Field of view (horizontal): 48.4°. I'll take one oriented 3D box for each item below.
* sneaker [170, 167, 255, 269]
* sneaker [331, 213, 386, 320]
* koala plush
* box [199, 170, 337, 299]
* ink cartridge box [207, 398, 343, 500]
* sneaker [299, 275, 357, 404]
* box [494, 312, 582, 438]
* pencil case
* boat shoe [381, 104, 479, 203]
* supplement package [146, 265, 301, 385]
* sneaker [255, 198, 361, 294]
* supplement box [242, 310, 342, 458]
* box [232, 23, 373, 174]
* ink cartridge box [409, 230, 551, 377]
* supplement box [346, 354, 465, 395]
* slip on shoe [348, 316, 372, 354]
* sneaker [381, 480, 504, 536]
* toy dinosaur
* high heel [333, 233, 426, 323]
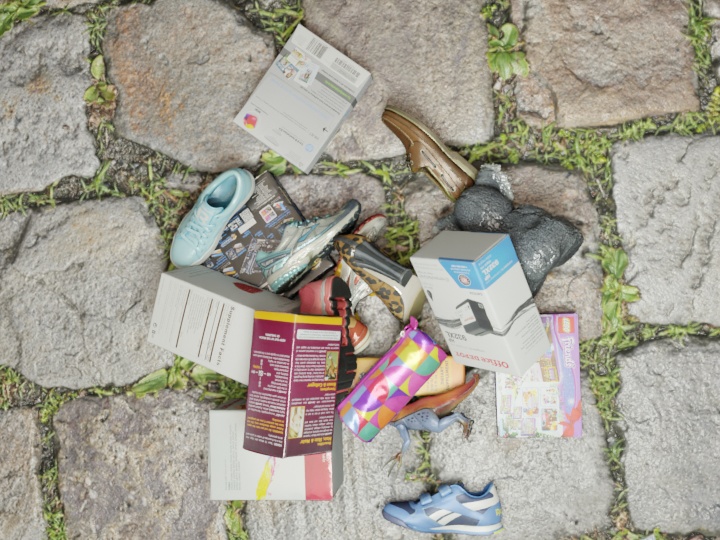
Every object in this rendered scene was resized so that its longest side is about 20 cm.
[{"bbox_3d":[-0.254,-0.090,1.312,0.074,0.082,0.201,35,92,9],"label":"sneaker"},{"bbox_3d":[0.000,0.000,1.337,0.082,0.078,0.201,23,99,0],"label":"sneaker"},{"bbox_3d":[0.227,-0.063,1.266,0.200,0.184,0.177,43,93,16],"label":"koala plush"},{"bbox_3d":[-0.175,-0.031,1.364,0.200,0.050,0.199,-37,86,4],"label":"box"},{"bbox_3d":[-0.134,0.287,1.302,0.198,0.145,0.146,-2,88,6],"label":"ink cartridge box"},{"bbox_3d":[-0.059,0.111,1.255,0.086,0.074,0.202,-5,82,33],"label":"sneaker"},{"bbox_3d":[0.288,0.171,1.310,0.136,0.039,0.202,-1,88,7],"label":"box"},{"bbox_3d":[0.046,0.171,1.252,0.088,0.088,0.200,39,92,6],"label":"pencil case"},{"bbox_3d":[0.104,-0.192,1.324,0.200,0.072,0.068,40,92,6],"label":"boat shoe"},{"bbox_3d":[-0.215,0.083,1.276,0.199,0.121,0.121,20,103,17],"label":"supplement package"},{"bbox_3d":[-0.086,-0.057,1.295,0.200,0.078,0.086,-41,82,-5],"label":"sneaker"},{"bbox_3d":[-0.097,0.162,1.164,0.085,0.110,0.202,3,87,37],"label":"supplement box"},{"bbox_3d":[-0.097,-0.291,1.366,0.155,0.041,0.201,35,92,7],"label":"box"},{"bbox_3d":[0.179,0.048,1.201,0.084,0.145,0.201,-38,114,-29],"label":"ink cartridge box"},{"bbox_3d":[0.073,0.173,1.322,0.198,0.069,0.067,-3,86,9],"label":"supplement box"},{"bbox_3d":[-0.076,0.133,1.322,0.199,0.074,0.061,-31,116,19],"label":"slip on shoe"},{"bbox_3d":[0.134,0.383,1.309,0.198,0.074,0.083,1,87,-1],"label":"sneaker"},{"bbox_3d":[0.091,0.229,1.295,0.180,0.105,0.202,14,100,16],"label":"toy dinosaur"},{"bbox_3d":[0.032,0.011,1.288,0.142,0.200,0.072,31,74,24],"label":"high heel"}]
